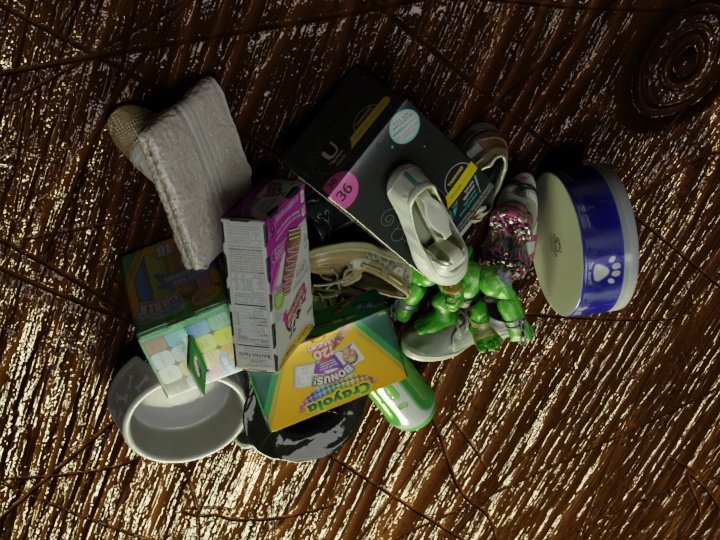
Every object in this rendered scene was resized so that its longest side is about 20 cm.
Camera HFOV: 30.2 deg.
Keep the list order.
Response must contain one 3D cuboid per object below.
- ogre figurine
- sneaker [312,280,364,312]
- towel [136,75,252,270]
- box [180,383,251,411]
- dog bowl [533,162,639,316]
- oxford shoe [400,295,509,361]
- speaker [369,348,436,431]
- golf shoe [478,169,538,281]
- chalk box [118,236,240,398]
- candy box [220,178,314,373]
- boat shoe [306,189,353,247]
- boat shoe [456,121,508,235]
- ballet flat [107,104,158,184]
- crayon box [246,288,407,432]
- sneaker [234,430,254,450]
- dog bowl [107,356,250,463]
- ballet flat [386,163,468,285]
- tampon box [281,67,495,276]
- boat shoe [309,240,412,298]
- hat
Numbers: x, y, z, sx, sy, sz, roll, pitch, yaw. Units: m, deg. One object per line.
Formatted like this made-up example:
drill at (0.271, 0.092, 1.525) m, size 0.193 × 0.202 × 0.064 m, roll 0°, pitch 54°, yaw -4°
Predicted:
ogre figurine at (0.137, 0.036, 1.845) m, size 0.098 × 0.199 × 0.120 m, roll -37°, pitch 136°, yaw -37°
sneaker at (-0.064, 0.040, 1.787) m, size 0.199 × 0.076 × 0.076 m, roll 1°, pitch 171°, yaw -34°
towel at (-0.186, -0.110, 1.571) m, size 0.133 × 0.034 × 0.201 m, roll -48°, pitch 134°, yaw -38°
box at (-0.170, 0.118, 1.856) m, size 0.199 × 0.035 × 0.110 m, roll -19°, pitch 135°, yaw -6°
dog bowl at (0.297, -0.040, 1.792) m, size 0.078 × 0.201 × 0.201 m, roll -8°, pitch 133°, yaw -12°
oxford shoe at (0.148, 0.078, 1.923) m, size 0.199 × 0.075 × 0.058 m, roll -15°, pitch 146°, yaw -20°
speaker at (0.039, 0.154, 1.939) m, size 0.088 × 0.089 × 0.200 m, roll -31°, pitch 135°, yaw 6°
golf shoe at (0.213, -0.056, 1.829) m, size 0.072 × 0.092 × 0.200 m, roll 20°, pitch 152°, yaw 7°
chalk box at (-0.213, 0.065, 1.673) m, size 0.123 × 0.200 × 0.125 m, roll -21°, pitch 135°, yaw -4°
candy box at (-0.110, 0.005, 1.622) m, size 0.061 × 0.136 × 0.201 m, roll 6°, pitch 116°, yaw 17°
boat shoe at (-0.069, -0.058, 1.717) m, size 0.198 × 0.066 × 0.075 m, roll -12°, pitch 133°, yaw -12°
boat shoe at (0.135, -0.096, 1.766) m, size 0.074 × 0.069 × 0.201 m, roll 4°, pitch 128°, yaw -25°
ballet flat at (-0.224, -0.122, 1.596) m, size 0.070 × 0.065 × 0.200 m, roll -36°, pitch 133°, yaw 13°
crayon box at (-0.049, 0.118, 1.753) m, size 0.199 × 0.058 × 0.119 m, roll -22°, pitch 123°, yaw -7°
sneaker at (-0.092, 0.205, 1.955) m, size 0.199 × 0.081 × 0.083 m, roll -26°, pitch 149°, yaw 14°
dog bowl at (-0.242, 0.184, 1.820) m, size 0.199 × 0.059 × 0.201 m, roll -12°, pitch 135°, yaw -12°
ballet flat at (0.090, -0.041, 1.590) m, size 0.069 × 0.070 × 0.200 m, roll -28°, pitch 130°, yaw 3°
tampon box at (0.036, -0.120, 1.637) m, size 0.150 × 0.126 × 0.200 m, roll -52°, pitch 131°, yaw 1°
boat shoe at (0.000, 0.000, 1.761) m, size 0.199 × 0.063 × 0.073 m, roll 5°, pitch 168°, yaw -43°
hat at (-0.083, 0.166, 1.853) m, size 0.199 × 0.081 × 0.202 m, roll -11°, pitch 123°, yaw -18°
